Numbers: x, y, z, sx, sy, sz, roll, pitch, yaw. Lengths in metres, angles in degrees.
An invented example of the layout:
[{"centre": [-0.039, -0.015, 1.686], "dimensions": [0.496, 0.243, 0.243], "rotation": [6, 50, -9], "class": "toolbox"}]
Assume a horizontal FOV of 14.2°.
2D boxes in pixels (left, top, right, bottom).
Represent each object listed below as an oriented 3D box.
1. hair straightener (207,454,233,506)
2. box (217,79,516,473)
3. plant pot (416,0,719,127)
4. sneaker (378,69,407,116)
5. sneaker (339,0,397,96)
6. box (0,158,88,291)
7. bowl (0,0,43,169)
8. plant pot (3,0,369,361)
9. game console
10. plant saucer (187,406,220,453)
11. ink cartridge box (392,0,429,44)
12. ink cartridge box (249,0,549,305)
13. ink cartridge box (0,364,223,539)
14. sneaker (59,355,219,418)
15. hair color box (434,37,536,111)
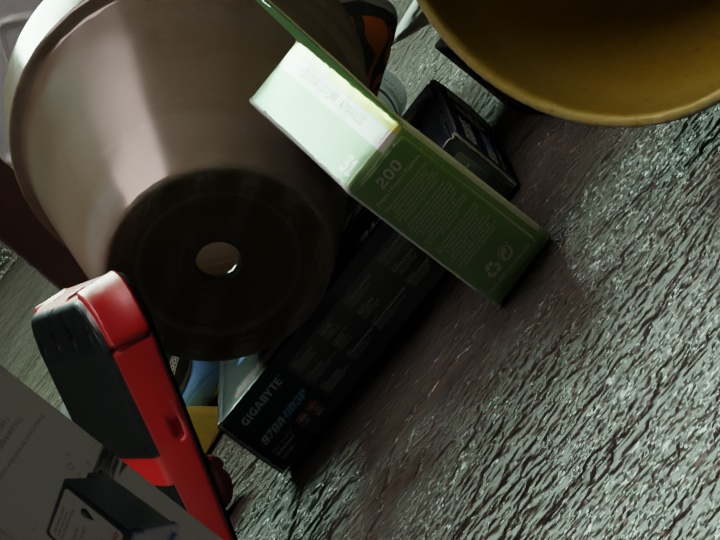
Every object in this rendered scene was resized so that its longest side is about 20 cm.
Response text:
[{"centre": [-0.166, 0.155, 1.566], "dimensions": [0.200, 0.041, 0.077], "rotation": [-37, 32, -22], "class": "hair straightener"}, {"centre": [0.000, 0.000, 1.556], "dimensions": [0.200, 0.046, 0.159], "rotation": [-51, 11, 10], "class": "box"}, {"centre": [0.129, -0.177, 1.240], "dimensions": [0.200, 0.200, 0.142], "rotation": [-46, -7, 34], "class": "plant pot"}, {"centre": [-0.047, -0.069, 1.922], "dimensions": [0.200, 0.073, 0.071], "rotation": [-42, 12, 48], "class": "sneaker"}, {"centre": [-0.009, -0.080, 1.670], "dimensions": [0.200, 0.077, 0.112], "rotation": [91, 170, -71], "class": "sneaker"}, {"centre": [-0.144, -0.112, 1.825], "dimensions": [0.200, 0.164, 0.166], "rotation": [-55, -6, 28], "class": "box"}, {"centre": [-0.161, -0.132, 1.648], "dimensions": [0.075, 0.200, 0.199], "rotation": [-28, 17, -37], "class": "bowl"}, {"centre": [-0.081, -0.049, 1.504], "dimensions": [0.200, 0.200, 0.174], "rotation": [-50, 28, 20], "class": "plant pot"}, {"centre": [-0.105, 0.089, 1.431], "dimensions": [0.031, 0.177, 0.200], "rotation": [-26, 3, -14], "class": "game console"}, {"centre": [-0.178, 0.172, 1.785], "dimensions": [0.200, 0.048, 0.200], "rotation": [-59, 12, -28], "class": "plant saucer"}, {"centre": [0.106, -0.195, 1.672], "dimensions": [0.200, 0.067, 0.117], "rotation": [-54, 9, -10], "class": "ink cartridge box"}, {"centre": [-0.016, -0.076, 1.356], "dimensions": [0.048, 0.200, 0.146], "rotation": [-52, 29, 3], "class": "ink cartridge box"}, {"centre": [-0.154, 0.148, 1.318], "dimensions": [0.146, 0.200, 0.086], "rotation": [-44, 12, 41], "class": "ink cartridge box"}, {"centre": [-0.143, 0.064, 1.860], "dimensions": [0.071, 0.083, 0.200], "rotation": [-43, 5, -33], "class": "sneaker"}, {"centre": [0.106, -0.138, 1.502], "dimensions": [0.100, 0.060, 0.200], "rotation": [-53, 9, -3], "class": "hair color box"}]
